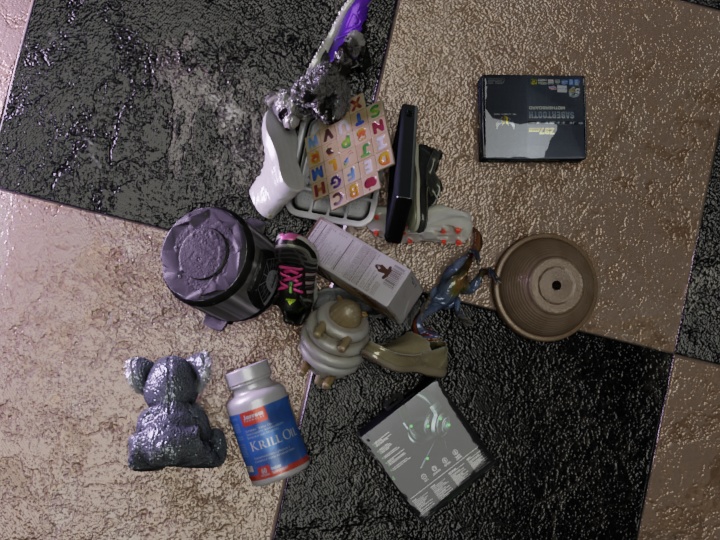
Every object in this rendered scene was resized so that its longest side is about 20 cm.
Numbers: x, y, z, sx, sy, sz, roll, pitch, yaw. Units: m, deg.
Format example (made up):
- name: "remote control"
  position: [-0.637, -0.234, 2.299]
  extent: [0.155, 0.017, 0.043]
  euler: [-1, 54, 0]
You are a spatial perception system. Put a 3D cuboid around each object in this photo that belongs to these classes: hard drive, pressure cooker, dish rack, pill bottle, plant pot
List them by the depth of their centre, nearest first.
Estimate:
- name: "pressure cooker"
  position: [-0.229, -0.005, 1.448]
  extent: [0.175, 0.200, 0.180]
  euler: [-27, 69, 7]
- name: "hard drive"
  position: [0.071, -0.168, 1.464]
  extent: [0.033, 0.140, 0.202]
  euler: [7, 60, -3]
- name: "pill bottle"
  position: [-0.171, 0.266, 1.474]
  extent: [0.111, 0.112, 0.202]
  euler: [-20, 88, -4]
- name: "plant pot"
  position: [0.345, 0.029, 1.529]
  extent: [0.199, 0.093, 0.203]
  euler: [0, 86, -3]
- name: "dish rack"
  position: [-0.039, -0.185, 1.533]
  extent: [0.170, 0.044, 0.202]
  euler: [11, 86, 10]

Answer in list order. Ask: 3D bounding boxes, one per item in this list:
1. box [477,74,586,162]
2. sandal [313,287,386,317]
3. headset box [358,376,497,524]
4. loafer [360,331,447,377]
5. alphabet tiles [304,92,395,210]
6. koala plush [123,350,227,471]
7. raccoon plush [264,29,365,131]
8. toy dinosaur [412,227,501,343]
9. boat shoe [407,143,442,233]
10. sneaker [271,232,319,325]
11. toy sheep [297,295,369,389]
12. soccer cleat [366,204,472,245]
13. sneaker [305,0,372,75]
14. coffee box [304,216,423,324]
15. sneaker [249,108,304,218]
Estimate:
- name: "box"
  position: [0.320, -0.283, 1.567]
  extent: [0.198, 0.051, 0.159]
  euler: [0, 88, -4]
- name: "sandal"
  position: [0.013, 0.054, 1.529]
  extent: [0.198, 0.048, 0.076]
  euler: [-11, 87, -3]
- name: "headset box"
  position: [0.113, 0.311, 1.496]
  extent: [0.174, 0.093, 0.201]
  euler: [-37, 89, -4]
- name: "loafer"
  position: [0.080, 0.142, 1.471]
  extent: [0.199, 0.075, 0.069]
  euler: [15, 90, -44]
- name: "alphabet tiles"
  position: [-0.022, -0.210, 1.464]
  extent: [0.165, 0.006, 0.202]
  euler: [-22, 62, 23]
- name: "koala plush"
  position: [-0.325, 0.239, 1.449]
  extent: [0.175, 0.184, 0.202]
  euler: [-2, 75, -4]
- name: "raccoon plush"
  position: [-0.078, -0.336, 1.504]
  extent: [0.201, 0.133, 0.097]
  euler: [-56, 134, -21]
- name: "toy dinosaur"
  position: [0.169, 0.047, 1.539]
  extent: [0.105, 0.200, 0.181]
  euler: [42, 120, -13]
- name: "boat shoe"
  position: [0.117, -0.149, 1.502]
  extent: [0.067, 0.072, 0.201]
  euler: [13, 51, -8]
- name: "sneaker"
  position: [-0.111, 0.022, 1.406]
  extent: [0.073, 0.201, 0.088]
  euler: [8, 52, 7]
- name: "toy sheep"
  position: [-0.049, 0.130, 1.475]
  extent: [0.137, 0.138, 0.201]
  euler: [27, 124, -1]
- name: "soccer cleat"
  position: [0.108, -0.089, 1.542]
  extent: [0.198, 0.078, 0.070]
  euler: [8, 130, 11]
- name: "sneaker"
  position: [-0.014, -0.418, 1.551]
  extent: [0.099, 0.070, 0.201]
  euler: [31, 93, -3]
- name: "coffee box"
  position: [0.000, 0.000, 1.464]
  extent: [0.199, 0.114, 0.080]
  euler: [31, 81, 23]
- name: "sneaker"
  position: [-0.166, -0.192, 1.522]
  extent: [0.073, 0.116, 0.201]
  euler: [16, 48, -34]
